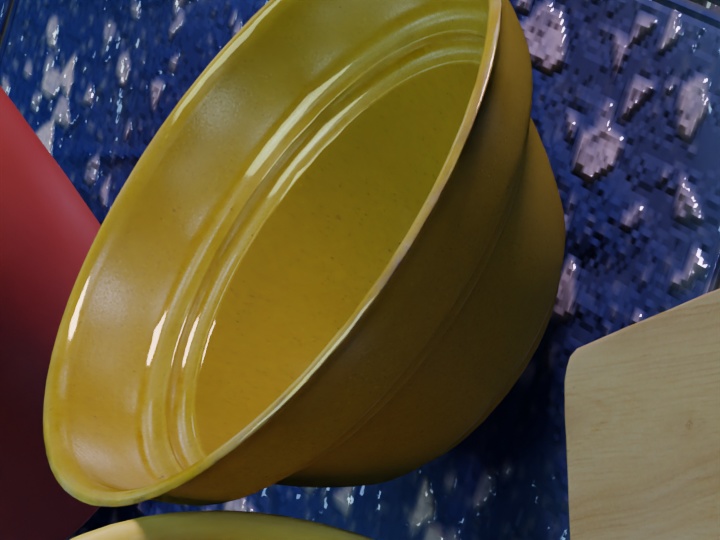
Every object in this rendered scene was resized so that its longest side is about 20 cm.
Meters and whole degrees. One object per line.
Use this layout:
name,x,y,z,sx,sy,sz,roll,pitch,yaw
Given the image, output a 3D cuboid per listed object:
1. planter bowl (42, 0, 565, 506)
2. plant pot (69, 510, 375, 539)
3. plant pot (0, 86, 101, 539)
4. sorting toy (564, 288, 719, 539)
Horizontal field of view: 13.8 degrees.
planter bowl,0.000,0.000,0.871,0.200,0.083,0.201,-40,30,29
plant pot,-0.040,0.202,0.816,0.190,0.199,0.201,108,151,-41
plant pot,-0.174,0.013,1.037,0.199,0.177,0.202,-16,55,24
sorting toy,0.136,0.094,0.666,0.200,0.069,0.200,-26,59,51
